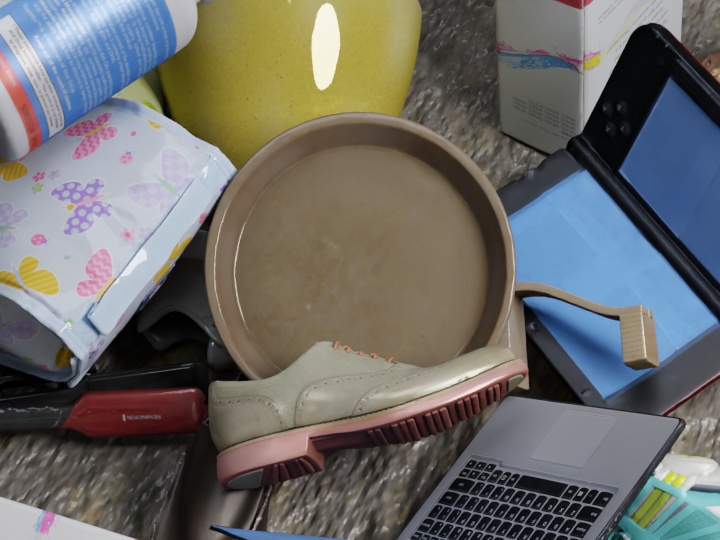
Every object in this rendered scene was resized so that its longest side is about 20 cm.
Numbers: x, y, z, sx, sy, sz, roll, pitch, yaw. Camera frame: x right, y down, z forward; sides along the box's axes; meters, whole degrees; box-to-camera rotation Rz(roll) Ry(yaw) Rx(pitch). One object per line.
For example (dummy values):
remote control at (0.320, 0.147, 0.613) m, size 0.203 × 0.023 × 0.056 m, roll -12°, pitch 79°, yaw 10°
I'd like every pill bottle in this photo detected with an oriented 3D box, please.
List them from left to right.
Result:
pill bottle at (-0.175, -0.169, 1.225) m, size 0.199 × 0.113 × 0.112 m, roll -36°, pitch 56°, yaw -18°

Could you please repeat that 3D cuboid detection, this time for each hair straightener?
hair straightener at (-0.198, 0.087, 1.277) m, size 0.198 × 0.041 × 0.077 m, roll -8°, pitch 27°, yaw 3°

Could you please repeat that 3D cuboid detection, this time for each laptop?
laptop at (0.047, 0.120, 1.096) m, size 0.200 × 0.116 × 0.187 m, roll -50°, pitch 22°, yaw -18°

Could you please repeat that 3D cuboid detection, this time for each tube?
tube at (-0.166, -0.124, 1.369) m, size 0.057 × 0.053 × 0.200 m, roll -4°, pitch 12°, yaw 0°

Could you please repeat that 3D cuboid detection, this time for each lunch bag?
lunch bag at (-0.190, -0.019, 1.251) m, size 0.199 × 0.127 × 0.170 m, roll 9°, pitch 56°, yaw 46°

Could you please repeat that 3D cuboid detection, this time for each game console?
game console at (0.177, -0.028, 1.214) m, size 0.118 × 0.173 × 0.200 m, roll -16°, pitch 55°, yaw -36°

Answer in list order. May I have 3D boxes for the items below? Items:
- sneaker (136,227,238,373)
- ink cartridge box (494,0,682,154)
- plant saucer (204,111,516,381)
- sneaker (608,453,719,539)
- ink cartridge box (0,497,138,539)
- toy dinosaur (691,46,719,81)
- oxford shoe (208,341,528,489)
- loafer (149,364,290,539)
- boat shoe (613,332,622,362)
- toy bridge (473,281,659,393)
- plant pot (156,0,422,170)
sneaker at (-0.060, 0.034, 1.291) m, size 0.198 × 0.076 × 0.093 m, roll 7°, pitch 57°, yaw 20°
ink cartridge box at (0.168, -0.200, 1.390) m, size 0.082 × 0.201 × 0.146 m, roll 25°, pitch 54°, yaw 27°
plant saucer at (0.000, 0.000, 1.211) m, size 0.198 × 0.029 × 0.202 m, roll 0°, pitch 82°, yaw -1°
sneaker at (0.175, 0.152, 1.167) m, size 0.198 × 0.078 × 0.080 m, roll 8°, pitch 69°, yaw 20°
ink cartridge box at (-0.197, 0.201, 1.121) m, size 0.198 × 0.068 × 0.118 m, roll 15°, pitch 78°, yaw 15°
toy dinosaur at (0.345, -0.159, 1.426) m, size 0.198 × 0.086 × 0.136 m, roll -15°, pitch 43°, yaw -17°
oxford shoe at (0.002, 0.070, 1.151) m, size 0.198 × 0.071 × 0.074 m, roll -16°, pitch 71°, yaw -3°
loafer at (-0.089, 0.128, 1.201) m, size 0.072 × 0.072 × 0.201 m, roll 9°, pitch 50°, yaw 11°
boat shoe at (0.191, 0.002, 1.302) m, size 0.068 × 0.074 × 0.202 m, roll -4°, pitch 58°, yaw -4°
toy bridge at (0.094, 0.044, 1.224) m, size 0.198 × 0.027 × 0.068 m, roll -12°, pitch 72°, yaw 30°
plant pot at (-0.054, -0.116, 1.357) m, size 0.198 × 0.200 × 0.144 m, roll -1°, pitch 72°, yaw 2°
